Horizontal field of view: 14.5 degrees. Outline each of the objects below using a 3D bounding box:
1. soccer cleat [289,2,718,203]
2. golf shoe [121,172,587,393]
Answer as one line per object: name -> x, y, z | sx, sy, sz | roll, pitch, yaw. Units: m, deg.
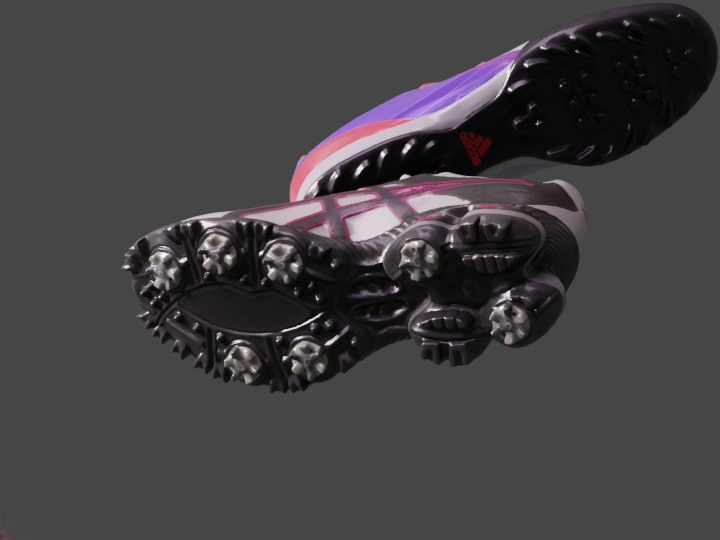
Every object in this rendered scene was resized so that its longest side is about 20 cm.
soccer cleat -> 0.059, -0.069, 1.247 | 0.199, 0.068, 0.073 | -27, 25, 2
golf shoe -> 0.000, 0.000, 1.186 | 0.199, 0.077, 0.088 | -2, 24, 23
